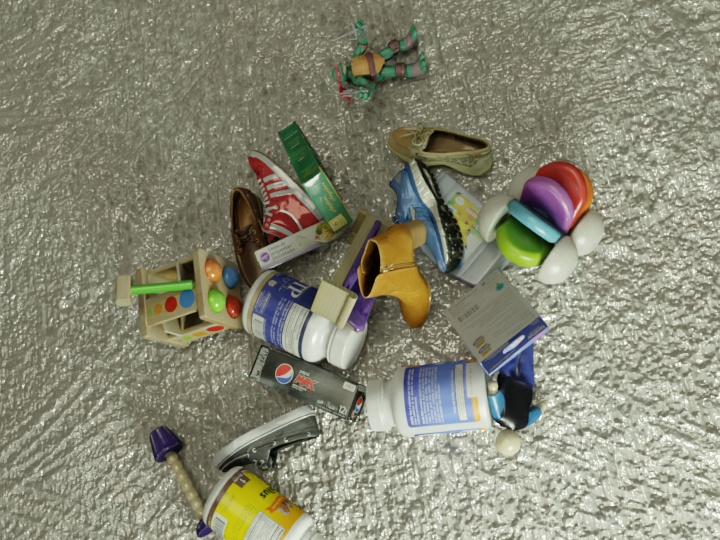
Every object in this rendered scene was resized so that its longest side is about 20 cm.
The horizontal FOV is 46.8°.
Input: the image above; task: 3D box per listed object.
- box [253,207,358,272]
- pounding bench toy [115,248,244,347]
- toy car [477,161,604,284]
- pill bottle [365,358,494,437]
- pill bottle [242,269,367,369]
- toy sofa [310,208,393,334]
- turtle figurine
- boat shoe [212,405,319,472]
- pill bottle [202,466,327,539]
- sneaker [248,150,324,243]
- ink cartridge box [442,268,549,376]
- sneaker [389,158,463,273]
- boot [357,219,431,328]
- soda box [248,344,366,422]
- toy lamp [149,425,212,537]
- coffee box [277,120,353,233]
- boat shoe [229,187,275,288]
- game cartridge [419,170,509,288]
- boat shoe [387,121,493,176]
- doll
[{"bbox_3d":[-0.093,-0.055,1.477,0.197,0.041,0.039,-25,91,-10],"label":"box"},{"bbox_3d":[-0.311,0.041,1.452,0.153,0.199,0.127,-17,70,21],"label":"pounding bench toy"},{"bbox_3d":[0.298,-0.095,1.330,0.174,0.151,0.199,39,57,19],"label":"toy car"},{"bbox_3d":[0.111,0.208,1.343,0.195,0.112,0.115,-7,73,14],"label":"pill bottle"},{"bbox_3d":[-0.093,0.089,1.431,0.197,0.120,0.122,23,82,20],"label":"pill bottle"},{"bbox_3d":[0.000,0.000,1.390,0.096,0.084,0.202,26,46,1],"label":"toy sofa"},{"bbox_3d":[0.017,-0.384,1.539,0.195,0.101,0.153,-14,86,-4],"label":"turtle figurine"},{"bbox_3d":[-0.158,0.304,1.424,0.197,0.070,0.067,-27,68,0],"label":"boat shoe"},{"bbox_3d":[-0.153,0.418,1.359,0.198,0.109,0.111,31,85,15],"label":"pill bottle"},{"bbox_3d":[-0.164,-0.127,1.536,0.200,0.071,0.113,43,86,20],"label":"sneaker"},{"bbox_3d":[0.216,0.086,1.312,0.119,0.042,0.201,-38,27,4],"label":"ink cartridge box"},{"bbox_3d":[0.108,-0.083,1.416,0.088,0.078,0.204,-31,70,26],"label":"sneaker"},{"bbox_3d":[0.051,0.023,1.354,0.070,0.143,0.206,18,121,36],"label":"boot"},{"bbox_3d":[-0.088,0.193,1.426,0.196,0.071,0.065,20,84,21],"label":"soda box"},{"bbox_3d":[-0.309,0.363,1.454,0.058,0.058,0.201,-38,69,3],"label":"toy lamp"},{"bbox_3d":[-0.080,-0.165,1.453,0.043,0.124,0.201,-31,37,3],"label":"coffee box"},{"bbox_3d":[-0.208,-0.058,1.532,0.070,0.068,0.205,-17,71,11],"label":"boat shoe"},{"bbox_3d":[0.170,-0.064,1.442,0.199,0.040,0.134,42,93,22],"label":"game cartridge"},{"bbox_3d":[0.140,-0.225,1.471,0.195,0.063,0.075,13,63,16],"label":"boat shoe"},{"bbox_3d":[0.246,0.191,1.312,0.048,0.135,0.204,-19,51,48],"label":"doll"}]
